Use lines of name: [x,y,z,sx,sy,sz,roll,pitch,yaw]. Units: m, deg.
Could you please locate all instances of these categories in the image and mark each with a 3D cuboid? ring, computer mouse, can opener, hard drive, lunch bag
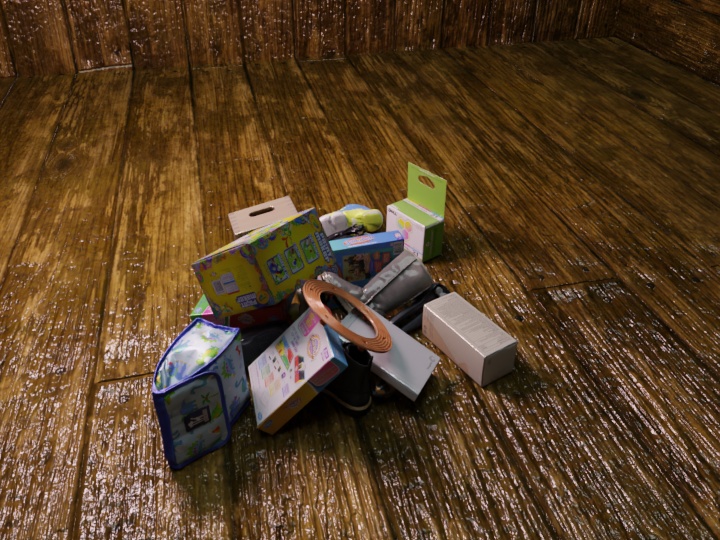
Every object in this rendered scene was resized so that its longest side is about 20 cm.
ring: [-0.025,0.086,1.232,0.198,0.019,0.201,34,16,-11]
computer mouse: [-0.074,-0.045,1.626,0.136,0.053,0.202,-25,27,35]
can opener: [0.131,0.091,1.475,0.064,0.079,0.199,50,51,2]
hard drive: [0.049,0.151,1.289,0.198,0.027,0.132,35,35,9]
lunch bag: [-0.283,0.214,1.168,0.124,0.174,0.201,11,34,21]

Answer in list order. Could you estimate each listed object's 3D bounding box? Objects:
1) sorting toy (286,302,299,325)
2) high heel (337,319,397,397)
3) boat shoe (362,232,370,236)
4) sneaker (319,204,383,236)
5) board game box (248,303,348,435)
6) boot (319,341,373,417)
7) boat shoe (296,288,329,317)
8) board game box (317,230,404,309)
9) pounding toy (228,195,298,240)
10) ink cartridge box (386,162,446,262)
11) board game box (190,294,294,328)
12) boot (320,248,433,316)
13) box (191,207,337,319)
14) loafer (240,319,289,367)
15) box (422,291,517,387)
sorting toy: [-0.157,0.143,1.399,0.182,0.037,0.198,-25,41,-33]
high heel: [0.005,0.169,1.325,0.197,0.073,0.142,28,35,21]
boat shoe: [0.013,-0.026,1.623,0.070,0.074,0.201,16,40,11]
sneaker: [-0.042,-0.131,1.794,0.194,0.078,0.105,-6,21,-22]
board game box: [-0.119,0.175,1.221,0.040,0.199,0.155,35,20,-35]
boot: [-0.058,0.167,1.249,0.196,0.141,0.078,23,41,19]
boat shoe: [-0.097,0.057,1.430,0.064,0.072,0.202,-34,30,12]
board game box: [0.000,0.000,1.510,0.194,0.156,0.045,-9,33,-16]
pounding toy: [-0.199,-0.071,1.610,0.195,0.188,0.143,-18,36,-12]
ink cartridge box: [0.138,-0.147,1.687,0.074,0.205,0.147,-23,39,-32]
board game box: [-0.248,0.071,1.443,0.194,0.041,0.154,-6,24,7]
boot: [0.035,0.020,1.453,0.199,0.073,0.183,-42,86,-9]
box: [-0.187,-0.014,1.314,0.197,0.125,0.191,-15,14,44]
loafer: [-0.227,0.148,1.335,0.195,0.073,0.063,-17,22,16]
box: [0.220,0.137,1.374,0.093,0.080,0.200,-18,37,-26]
